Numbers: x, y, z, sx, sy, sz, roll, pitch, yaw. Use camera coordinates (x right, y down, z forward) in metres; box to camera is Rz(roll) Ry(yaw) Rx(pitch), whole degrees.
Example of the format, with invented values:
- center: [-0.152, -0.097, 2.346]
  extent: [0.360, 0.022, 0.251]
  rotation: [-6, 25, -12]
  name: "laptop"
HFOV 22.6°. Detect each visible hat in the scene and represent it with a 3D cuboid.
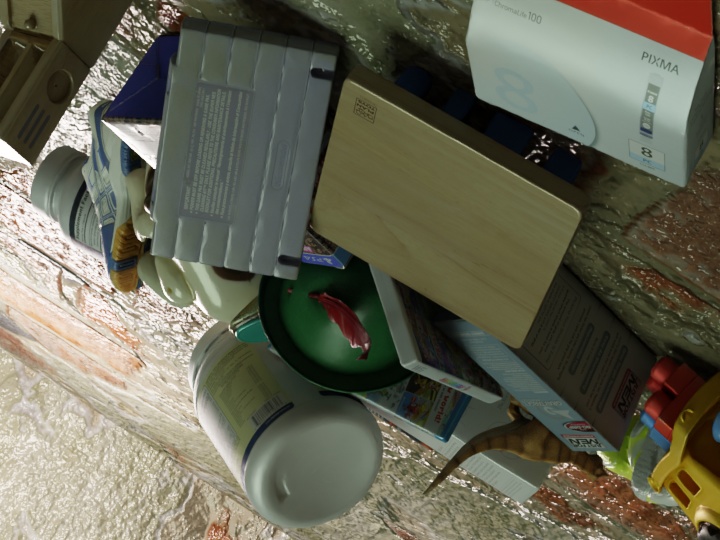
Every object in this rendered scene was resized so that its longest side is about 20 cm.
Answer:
- center: [0.000, 0.000, 1.547]
  extent: [0.200, 0.165, 0.176]
  rotation: [48, 160, 22]
  name: "hat"

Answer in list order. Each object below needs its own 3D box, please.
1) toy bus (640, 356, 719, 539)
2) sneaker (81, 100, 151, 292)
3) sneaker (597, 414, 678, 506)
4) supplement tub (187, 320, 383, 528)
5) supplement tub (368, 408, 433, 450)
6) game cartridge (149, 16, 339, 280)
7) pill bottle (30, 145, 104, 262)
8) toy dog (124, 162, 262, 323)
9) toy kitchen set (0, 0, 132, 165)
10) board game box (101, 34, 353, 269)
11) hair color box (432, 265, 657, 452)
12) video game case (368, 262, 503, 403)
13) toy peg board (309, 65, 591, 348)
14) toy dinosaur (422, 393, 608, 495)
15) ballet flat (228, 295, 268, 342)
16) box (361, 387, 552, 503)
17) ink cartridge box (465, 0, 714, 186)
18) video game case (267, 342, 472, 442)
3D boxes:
- center: [0.313, 0.146, 1.507]
  extent: [0.192, 0.136, 0.200]
  rotation: [46, 164, 13]
  name: "toy bus"
- center: [-0.241, -0.079, 1.836]
  extent: [0.088, 0.075, 0.202]
  rotation: [27, 121, 36]
  name: "sneaker"
- center: [0.301, 0.186, 1.695]
  extent: [0.104, 0.076, 0.200]
  rotation: [25, -176, -15]
  name: "sneaker"
- center: [-0.079, 0.141, 1.779]
  extent: [0.145, 0.145, 0.200]
  rotation: [48, -179, -41]
  name: "supplement tub"
- center: [0.023, 0.094, 1.883]
  extent: [0.199, 0.107, 0.107]
  rotation: [32, 163, 8]
  name: "supplement tub"
- center: [-0.095, -0.095, 1.427]
  extent: [0.129, 0.038, 0.201]
  rotation: [12, 118, 0]
  name: "game cartridge"
- center: [-0.255, -0.060, 1.950]
  extent: [0.199, 0.111, 0.111]
  rotation: [26, 162, 22]
  name: "pill bottle"
- center: [-0.152, -0.046, 1.728]
  extent: [0.201, 0.139, 0.195]
  rotation: [79, 164, -52]
  name: "toy dog"
- center: [-0.271, -0.208, 1.445]
  extent: [0.162, 0.181, 0.200]
  rotation: [18, 162, 36]
  name: "toy kitchen set"
- center: [-0.095, -0.105, 1.562]
  extent: [0.200, 0.097, 0.159]
  rotation: [44, 160, -32]
  name: "board game box"
- center: [0.161, 0.061, 1.547]
  extent: [0.200, 0.099, 0.060]
  rotation: [42, 152, -28]
  name: "hair color box"
- center: [0.060, 0.032, 1.547]
  extent: [0.018, 0.144, 0.200]
  rotation: [-24, 159, 18]
  name: "video game case"
- center: [0.080, -0.071, 1.392]
  extent: [0.199, 0.098, 0.200]
  rotation: [30, 147, 9]
  name: "toy peg board"
- center: [0.146, 0.145, 1.589]
  extent: [0.199, 0.107, 0.060]
  rotation: [9, 152, -30]
  name: "toy dinosaur"
- center: [-0.027, 0.017, 1.687]
  extent: [0.198, 0.071, 0.071]
  rotation: [-12, 153, 5]
  name: "ballet flat"
- center: [0.111, 0.117, 1.759]
  extent: [0.199, 0.125, 0.098]
  rotation: [32, 164, 3]
  name: "box"
- center: [0.140, -0.142, 1.121]
  extent: [0.159, 0.047, 0.200]
  rotation: [27, 164, 20]
  name: "ink cartridge box"
- center: [0.029, 0.056, 1.703]
  extent: [0.199, 0.144, 0.018]
  rotation: [26, 169, 21]
  name: "video game case"
